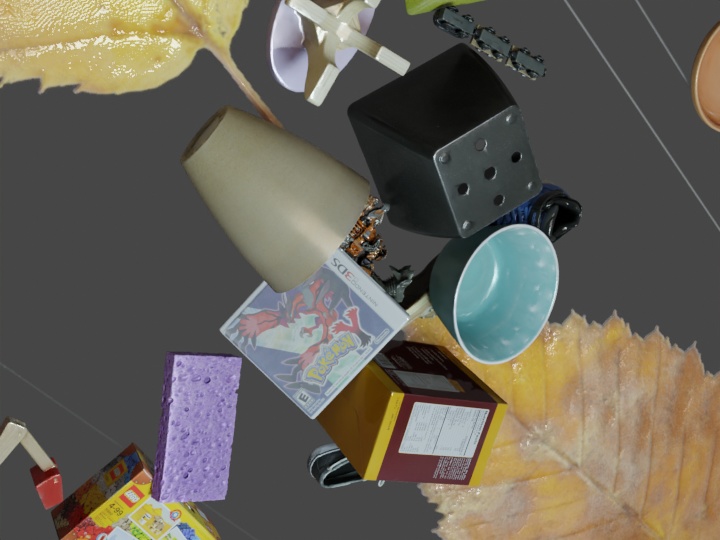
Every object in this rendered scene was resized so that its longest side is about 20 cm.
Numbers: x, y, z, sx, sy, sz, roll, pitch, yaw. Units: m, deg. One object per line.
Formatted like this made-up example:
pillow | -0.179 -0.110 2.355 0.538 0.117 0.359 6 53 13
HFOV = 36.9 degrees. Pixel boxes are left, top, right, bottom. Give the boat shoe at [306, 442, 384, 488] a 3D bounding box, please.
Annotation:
boat shoe | 0.020 0.287 1.649 0.197 0.068 0.074 -6 115 -25

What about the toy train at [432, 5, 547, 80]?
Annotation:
toy train | 0.178 -0.310 1.480 0.199 0.046 0.034 21 86 -31

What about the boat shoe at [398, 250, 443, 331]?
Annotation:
boat shoe | 0.097 0.041 1.581 0.200 0.072 0.065 -39 122 -13

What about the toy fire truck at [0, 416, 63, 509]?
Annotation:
toy fire truck | -0.476 0.233 1.389 0.140 0.049 0.202 -20 118 -18

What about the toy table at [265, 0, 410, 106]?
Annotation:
toy table | -0.032 -0.306 1.335 0.182 0.117 0.202 12 107 -30

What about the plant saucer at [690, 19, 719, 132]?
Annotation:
plant saucer | 0.594 -0.317 1.691 0.198 0.037 0.202 -11 117 -23

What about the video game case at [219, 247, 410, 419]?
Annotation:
video game case | -0.063 0.072 1.470 0.182 0.023 0.200 43 101 -3

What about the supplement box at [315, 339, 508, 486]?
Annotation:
supplement box | 0.067 0.199 1.557 0.198 0.197 0.134 10 107 -29

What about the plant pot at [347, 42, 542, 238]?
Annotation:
plant pot | 0.131 -0.157 1.446 0.199 0.177 0.201 -31 123 -12

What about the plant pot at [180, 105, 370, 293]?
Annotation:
plant pot | -0.121 -0.108 1.355 0.200 0.187 0.188 41 90 -20

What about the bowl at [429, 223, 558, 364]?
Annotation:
bowl | 0.174 0.019 1.521 0.199 0.105 0.203 -15 116 -33

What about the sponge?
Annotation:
sponge | -0.223 0.214 1.471 0.111 0.030 0.203 5 92 -43

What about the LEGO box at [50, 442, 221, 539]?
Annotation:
LEGO box | -0.310 0.365 1.514 0.149 0.077 0.201 -40 123 -5

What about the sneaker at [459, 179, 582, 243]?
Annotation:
sneaker | 0.228 -0.082 1.566 0.198 0.111 0.078 -7 115 -23

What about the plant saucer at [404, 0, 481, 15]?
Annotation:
plant saucer | 0.150 -0.446 1.405 0.198 0.048 0.202 -16 118 -20

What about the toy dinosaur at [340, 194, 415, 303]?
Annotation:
toy dinosaur | 0.000 0.000 1.513 0.135 0.102 0.201 23 116 -4
